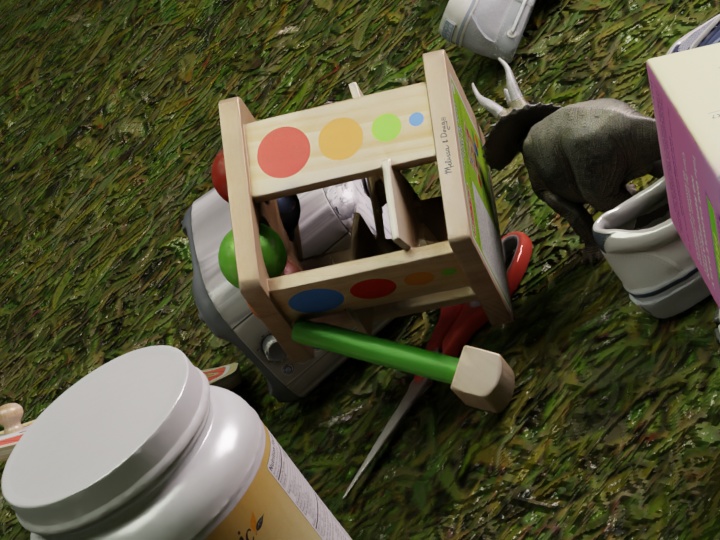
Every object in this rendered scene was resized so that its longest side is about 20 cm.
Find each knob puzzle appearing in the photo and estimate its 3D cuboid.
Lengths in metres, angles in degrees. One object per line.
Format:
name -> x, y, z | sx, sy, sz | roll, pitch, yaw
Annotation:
knob puzzle -> -0.166, 0.085, 1.780 | 0.219, 0.031, 0.220 | -16, 3, 1

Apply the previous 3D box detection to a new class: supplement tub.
supplement tub -> -0.088, 0.154, 1.459 | 0.144, 0.200, 0.145 | -29, 25, 15

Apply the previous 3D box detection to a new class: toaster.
toaster -> -0.036, -0.015, 1.769 | 0.129, 0.114, 0.200 | -36, 25, 11

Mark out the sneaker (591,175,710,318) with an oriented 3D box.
sneaker -> 0.215, -0.052, 1.471 | 0.200, 0.071, 0.073 | -38, 25, 17

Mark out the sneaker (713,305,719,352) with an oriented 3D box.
sneaker -> 0.230, 0.061, 1.284 | 0.090, 0.078, 0.200 | -30, 33, 13

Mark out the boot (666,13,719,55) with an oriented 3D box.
boot -> 0.261, -0.145, 1.490 | 0.200, 0.073, 0.090 | -36, 5, -8

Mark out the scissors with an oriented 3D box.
scissors -> 0.048, 0.055, 1.641 | 0.073, 0.014, 0.200 | -15, 37, 46

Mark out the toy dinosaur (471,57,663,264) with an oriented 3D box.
toy dinosaur -> 0.137, -0.064, 1.576 | 0.077, 0.102, 0.200 | -53, 25, -17

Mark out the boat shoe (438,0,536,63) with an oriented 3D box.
boat shoe -> 0.130, -0.231, 1.896 | 0.201, 0.071, 0.070 | -59, -5, -15

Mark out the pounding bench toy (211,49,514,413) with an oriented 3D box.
pounding bench toy -> 0.000, 0.000, 1.586 | 0.155, 0.124, 0.201 | -12, 65, 10

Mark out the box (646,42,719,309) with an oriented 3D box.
box -> 0.248, -0.042, 1.289 | 0.175, 0.097, 0.200 | -14, 26, -2
